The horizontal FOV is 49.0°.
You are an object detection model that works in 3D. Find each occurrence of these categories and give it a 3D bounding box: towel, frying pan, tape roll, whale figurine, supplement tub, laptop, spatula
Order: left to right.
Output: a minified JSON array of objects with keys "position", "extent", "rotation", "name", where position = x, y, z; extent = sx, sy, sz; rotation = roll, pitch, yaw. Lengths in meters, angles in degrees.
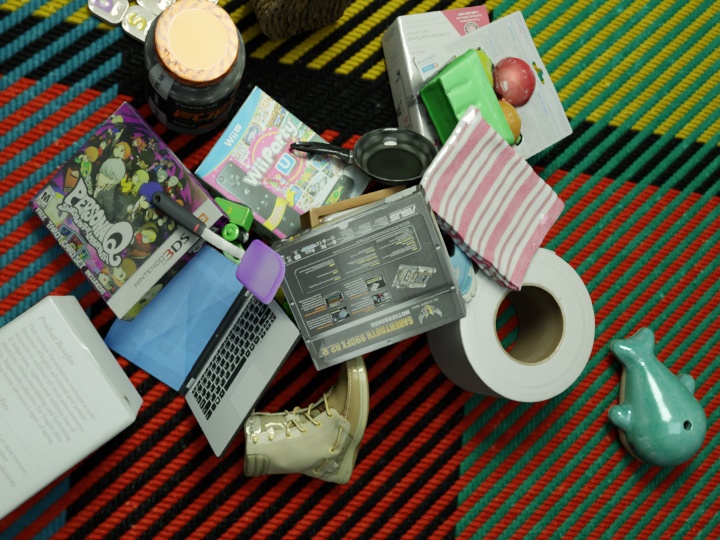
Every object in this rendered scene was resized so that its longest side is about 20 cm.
[{"position":[-0.207,-0.251,0.978],"extent":[0.119,0.200,0.126],"rotation":[1,86,-14],"name":"supplement tub"},{"position":[-0.200,0.084,0.972],"extent":[0.115,0.200,0.189],"rotation":[25,103,-42],"name":"laptop"},{"position":[-0.169,-0.037,0.922],"extent":[0.198,0.021,0.057],"rotation":[34,100,12],"name":"spatula"},{"position":[0.011,-0.141,1.033],"extent":[0.186,0.031,0.116],"rotation":[-14,47,-15],"name":"frying pan"},{"position":[0.167,-0.088,0.989],"extent":[0.199,0.030,0.148],"rotation":[40,73,-26],"name":"towel"},{"position":[0.204,0.075,1.098],"extent":[0.198,0.139,0.208],"rotation":[1,86,-15],"name":"tape roll"},{"position":[0.442,0.190,1.171],"extent":[0.156,0.104,0.205],"rotation":[-17,90,-15],"name":"whale figurine"}]

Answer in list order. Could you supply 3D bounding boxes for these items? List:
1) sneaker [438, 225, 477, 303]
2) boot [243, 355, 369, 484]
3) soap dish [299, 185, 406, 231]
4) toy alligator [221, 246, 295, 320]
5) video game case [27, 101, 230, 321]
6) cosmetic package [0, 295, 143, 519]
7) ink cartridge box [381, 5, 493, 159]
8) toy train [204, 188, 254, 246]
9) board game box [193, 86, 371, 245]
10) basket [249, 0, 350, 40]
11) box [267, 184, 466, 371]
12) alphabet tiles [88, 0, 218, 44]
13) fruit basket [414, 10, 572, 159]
[{"position":[0.109,-0.048,1.029],"extent":[0.077,0.202,0.091],"rotation":[-20,130,16],"name":"sneaker"},{"position":[-0.073,0.190,1.014],"extent":[0.151,0.073,0.204],"rotation":[6,123,-11],"name":"boot"},{"position":[0.000,0.000,1.037],"extent":[0.155,0.081,0.205],"rotation":[-18,110,-33],"name":"soap dish"},{"position":[-0.157,0.008,1.044],"extent":[0.054,0.059,0.201],"rotation":[-43,97,-14],"name":"toy alligator"},{"position":[-0.287,-0.073,0.976],"extent":[0.181,0.036,0.201],"rotation":[-43,78,2],"name":"video game case"},{"position":[-0.381,0.154,0.913],"extent":[0.198,0.166,0.169],"rotation":[-35,95,-11],"name":"cosmetic package"},{"position":[0.125,-0.258,1.130],"extent":[0.143,0.083,0.205],"rotation":[-12,89,-16],"name":"ink cartridge box"},{"position":[-0.228,-0.085,1.012],"extent":[0.196,0.042,0.058],"rotation":[20,79,10],"name":"toy train"},{"position":[-0.106,-0.121,1.067],"extent":[0.198,0.064,0.149],"rotation":[36,77,-10],"name":"board game box"},{"position":[-0.089,-0.408,1.023],"extent":[0.140,0.200,0.152],"rotation":[-21,93,-14],"name":"basket"},{"position":[0.010,0.010,0.935],"extent":[0.196,0.048,0.161],"rotation":[-21,105,10],"name":"box"},{"position":[-0.280,-0.412,1.067],"extent":[0.193,0.015,0.203],"rotation":[28,79,-11],"name":"alphabet tiles"},{"position":[0.181,-0.233,1.068],"extent":[0.198,0.093,0.188],"rotation":[-30,96,-31],"name":"fruit basket"}]
